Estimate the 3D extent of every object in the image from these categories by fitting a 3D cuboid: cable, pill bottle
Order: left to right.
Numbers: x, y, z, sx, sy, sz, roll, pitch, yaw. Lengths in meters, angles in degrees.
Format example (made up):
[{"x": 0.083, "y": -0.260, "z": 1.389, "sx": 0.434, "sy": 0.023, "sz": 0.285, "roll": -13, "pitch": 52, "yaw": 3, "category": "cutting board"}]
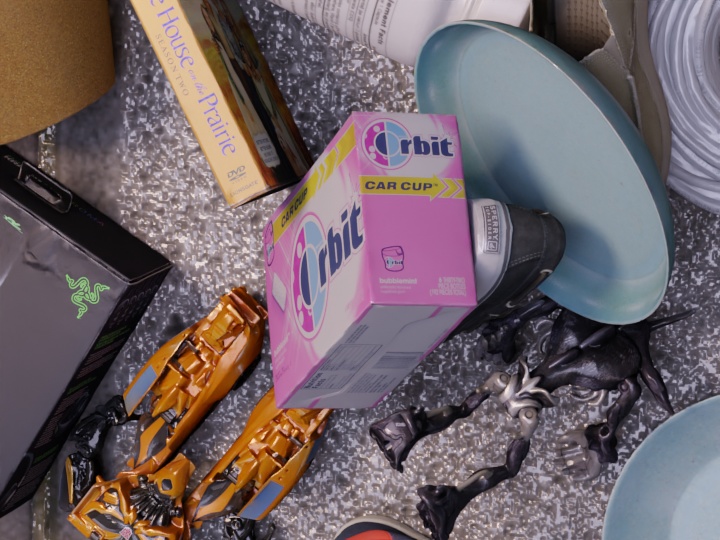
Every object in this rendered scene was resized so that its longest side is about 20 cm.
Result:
[{"x": 0.014, "y": -0.189, "z": 1.648, "sx": 0.199, "sy": 0.113, "sz": 0.114, "roll": 26, "pitch": 103, "yaw": 9, "category": "pill bottle"}, {"x": 0.243, "y": -0.128, "z": 1.622, "sx": 0.199, "sy": 0.069, "sz": 0.201, "roll": -31, "pitch": 89, "yaw": 18, "category": "cable"}]

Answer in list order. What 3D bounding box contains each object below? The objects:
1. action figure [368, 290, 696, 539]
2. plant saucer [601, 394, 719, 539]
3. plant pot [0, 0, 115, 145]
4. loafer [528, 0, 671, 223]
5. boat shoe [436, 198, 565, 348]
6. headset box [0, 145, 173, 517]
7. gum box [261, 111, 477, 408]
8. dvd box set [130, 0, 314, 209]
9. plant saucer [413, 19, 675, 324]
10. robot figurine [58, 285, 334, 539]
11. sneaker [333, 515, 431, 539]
[{"x": 0.105, "y": 0.072, "z": 1.673, "sx": 0.199, "sy": 0.102, "sz": 0.119, "roll": -32, "pitch": 80, "yaw": -10, "category": "action figure"}, {"x": 0.245, "y": 0.167, "z": 1.679, "sx": 0.199, "sy": 0.039, "sz": 0.203, "roll": 2, "pitch": 98, "yaw": 13, "category": "plant saucer"}, {"x": -0.229, "y": -0.185, "z": 1.694, "sx": 0.185, "sy": 0.187, "sz": 0.201, "roll": -21, "pitch": 106, "yaw": 16, "category": "plant pot"}, {"x": 0.126, "y": -0.113, "z": 1.587, "sx": 0.075, "sy": 0.068, "sz": 0.202, "roll": 8, "pitch": 113, "yaw": 41, "category": "loafer"}, {"x": 0.062, "y": 0.008, "z": 1.643, "sx": 0.056, "sy": 0.200, "sz": 0.069, "roll": 3, "pitch": 75, "yaw": -17, "category": "boat shoe"}, {"x": -0.239, "y": 0.024, "z": 1.755, "sx": 0.174, "sy": 0.093, "sz": 0.201, "roll": 35, "pitch": 104, "yaw": 7, "category": "headset box"}, {"x": 0.000, "y": 0.000, "z": 1.630, "sx": 0.066, "sy": 0.200, "sz": 0.114, "roll": 1, "pitch": 69, "yaw": -19, "category": "gum box"}, {"x": -0.093, "y": -0.137, "z": 1.666, "sx": 0.029, "sy": 0.146, "sz": 0.201, "roll": -25, "pitch": 90, "yaw": 12, "category": "dvd box set"}, {"x": 0.108, "y": -0.060, "z": 1.576, "sx": 0.027, "sy": 0.200, "sz": 0.200, "roll": -38, "pitch": 86, "yaw": -24, "category": "plant saucer"}, {"x": -0.105, "y": 0.116, "z": 1.751, "sx": 0.145, "sy": 0.058, "sz": 0.200, "roll": 41, "pitch": 105, "yaw": 7, "category": "robot figurine"}, {"x": 0.067, "y": 0.210, "z": 1.706, "sx": 0.199, "sy": 0.084, "sz": 0.076, "roll": 15, "pitch": 101, "yaw": 12, "category": "sneaker"}]
